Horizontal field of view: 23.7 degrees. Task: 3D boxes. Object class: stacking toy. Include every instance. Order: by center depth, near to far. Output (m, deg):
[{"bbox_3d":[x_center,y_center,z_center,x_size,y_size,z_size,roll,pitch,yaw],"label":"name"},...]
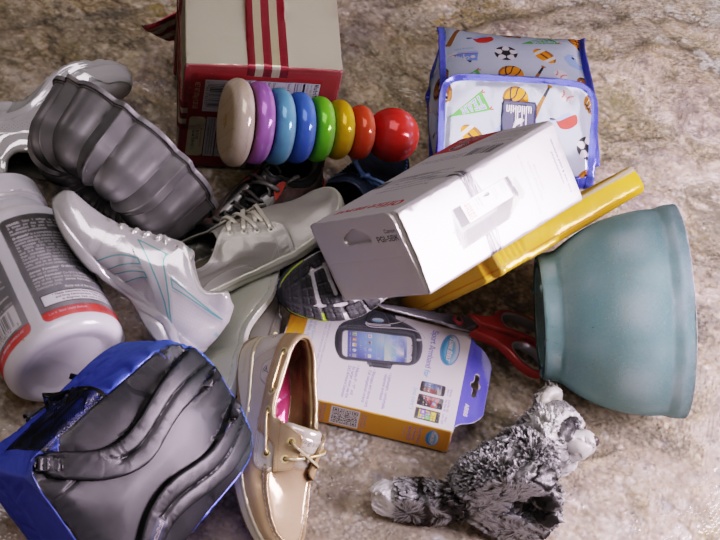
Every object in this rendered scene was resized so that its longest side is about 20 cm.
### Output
[{"bbox_3d":[-0.036,-0.139,1.680,0.199,0.085,0.086,2,51,-19],"label":"stacking toy"}]

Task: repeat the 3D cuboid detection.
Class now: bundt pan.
[{"bbox_3d":[-0.236,-0.092,1.633,0.202,0.202,0.076,33,72,17],"label":"bundt pan"}]

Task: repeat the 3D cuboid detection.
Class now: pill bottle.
[{"bbox_3d":[-0.305,0.012,1.588,0.115,0.116,0.200,-18,57,-21],"label":"pill bottle"}]

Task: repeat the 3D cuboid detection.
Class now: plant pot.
[{"bbox_3d":[0.231,0.040,1.605,0.134,0.201,0.201,-2,52,1],"label":"plant pot"}]

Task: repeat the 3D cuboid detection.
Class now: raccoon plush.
[{"bbox_3d":[0.114,0.161,1.557,0.199,0.097,0.134,10,44,0],"label":"raccoon plush"}]

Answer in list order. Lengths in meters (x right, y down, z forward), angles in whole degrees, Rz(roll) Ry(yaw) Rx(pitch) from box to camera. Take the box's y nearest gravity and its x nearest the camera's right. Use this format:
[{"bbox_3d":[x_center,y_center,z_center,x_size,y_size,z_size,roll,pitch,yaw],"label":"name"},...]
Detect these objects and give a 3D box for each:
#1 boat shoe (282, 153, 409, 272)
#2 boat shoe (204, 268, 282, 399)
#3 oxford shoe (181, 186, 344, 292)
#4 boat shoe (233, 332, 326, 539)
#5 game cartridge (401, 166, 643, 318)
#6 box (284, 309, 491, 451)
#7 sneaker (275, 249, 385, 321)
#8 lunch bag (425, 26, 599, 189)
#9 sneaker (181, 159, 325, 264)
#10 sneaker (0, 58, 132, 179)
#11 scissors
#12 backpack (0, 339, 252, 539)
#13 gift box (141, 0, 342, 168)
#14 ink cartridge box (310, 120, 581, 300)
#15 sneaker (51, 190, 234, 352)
[{"bbox_3d":[-0.003,-0.064,1.723,0.084,0.069,0.200,24,52,10],"label":"boat shoe"},{"bbox_3d":[-0.111,0.067,1.610,0.072,0.060,0.202,-8,43,26],"label":"boat shoe"},{"bbox_3d":[-0.105,-0.031,1.625,0.200,0.058,0.075,-28,34,-14],"label":"oxford shoe"},{"bbox_3d":[-0.066,0.148,1.512,0.074,0.069,0.201,17,62,-50],"label":"boat shoe"},{"bbox_3d":[0.155,-0.024,1.656,0.200,0.176,0.033,-32,91,-28],"label":"game cartridge"},{"bbox_3d":[0.021,0.097,1.620,0.199,0.042,0.119,15,51,0],"label":"box"},{"bbox_3d":[0.000,0.000,1.647,0.199,0.081,0.074,-19,96,-33],"label":"sneaker"},{"bbox_3d":[0.155,-0.158,1.772,0.169,0.124,0.200,4,41,-1],"label":"lunch bag"},{"bbox_3d":[-0.110,-0.066,1.700,0.077,0.082,0.200,34,55,18],"label":"sneaker"},{"bbox_3d":[-0.308,-0.139,1.743,0.200,0.078,0.099,-31,70,-20],"label":"sneaker"},{"bbox_3d":[0.101,0.048,1.640,0.199,0.014,0.073,23,43,-18],"label":"scissors"},{"bbox_3d":[-0.208,0.151,1.454,0.168,0.163,0.200,4,40,49],"label":"backpack"},{"bbox_3d":[-0.122,-0.231,1.763,0.199,0.185,0.187,6,53,-12],"label":"gift box"},{"bbox_3d":[0.077,-0.053,1.566,0.200,0.147,0.083,-31,103,-30],"label":"ink cartridge box"},{"bbox_3d":[-0.197,-0.008,1.563,0.200,0.070,0.080,44,95,3],"label":"sneaker"}]
